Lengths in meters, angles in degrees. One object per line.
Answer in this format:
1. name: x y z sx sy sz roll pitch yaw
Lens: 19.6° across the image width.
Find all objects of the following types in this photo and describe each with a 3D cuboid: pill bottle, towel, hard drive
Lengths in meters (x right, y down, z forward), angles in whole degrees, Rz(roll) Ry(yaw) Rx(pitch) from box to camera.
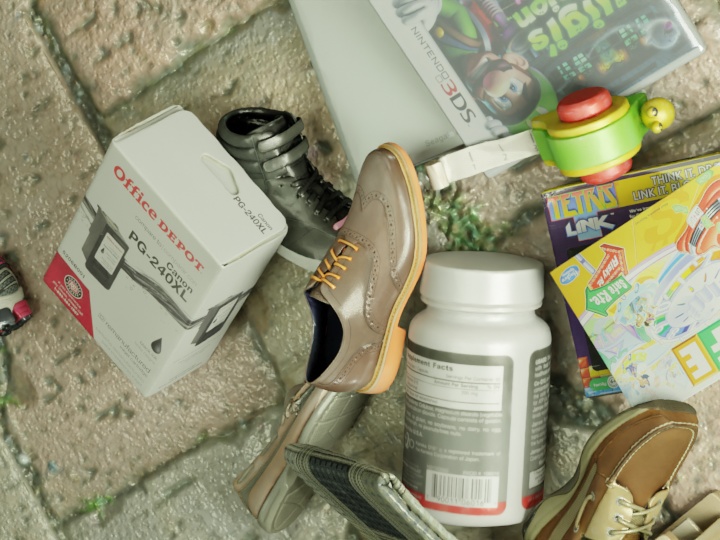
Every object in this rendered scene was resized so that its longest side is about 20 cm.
1. pill bottle: 0.092 0.090 1.636 0.114 0.114 0.201 7 101 25
2. towel: 0.046 0.208 1.629 0.200 0.192 0.035 46 74 -18
3. hard drive: 0.021 -0.183 1.675 0.132 0.026 0.200 -21 88 27

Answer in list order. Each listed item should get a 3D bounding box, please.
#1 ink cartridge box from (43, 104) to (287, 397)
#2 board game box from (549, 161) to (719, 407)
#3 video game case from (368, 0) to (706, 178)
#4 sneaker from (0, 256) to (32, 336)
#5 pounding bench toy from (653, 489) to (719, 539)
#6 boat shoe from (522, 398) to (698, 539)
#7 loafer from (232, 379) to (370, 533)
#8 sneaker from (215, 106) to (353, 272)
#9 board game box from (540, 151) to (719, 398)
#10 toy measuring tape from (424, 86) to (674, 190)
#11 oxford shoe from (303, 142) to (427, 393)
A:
1. ink cartridge box: -0.164 -0.015 1.723 0.145 0.083 0.200 48 138 13
2. board game box: 0.255 0.005 1.524 0.200 0.034 0.135 -35 82 27
3. video game case: 0.130 -0.192 1.582 0.200 0.023 0.182 -30 103 21
4. sneaker: -0.395 0.046 1.844 0.075 0.200 0.081 67 155 6
5. pounding bench toy: 0.266 0.294 1.560 0.124 0.156 0.200 -44 79 25
6. boat shoe: 0.194 0.176 1.558 0.200 0.076 0.074 -58 35 41
7. loafer: -0.050 0.128 1.739 0.063 0.072 0.200 39 116 23
8. sneaker: -0.046 -0.067 1.688 0.200 0.071 0.099 25 131 24
9. board game box: 0.251 -0.001 1.576 0.200 0.057 0.166 -11 92 27
10. toy measuring tape: 0.140 -0.090 1.571 0.200 0.074 0.074 -16 91 17
11. oxford shoe: 0.000 0.000 1.612 0.071 0.073 0.201 19 105 53
